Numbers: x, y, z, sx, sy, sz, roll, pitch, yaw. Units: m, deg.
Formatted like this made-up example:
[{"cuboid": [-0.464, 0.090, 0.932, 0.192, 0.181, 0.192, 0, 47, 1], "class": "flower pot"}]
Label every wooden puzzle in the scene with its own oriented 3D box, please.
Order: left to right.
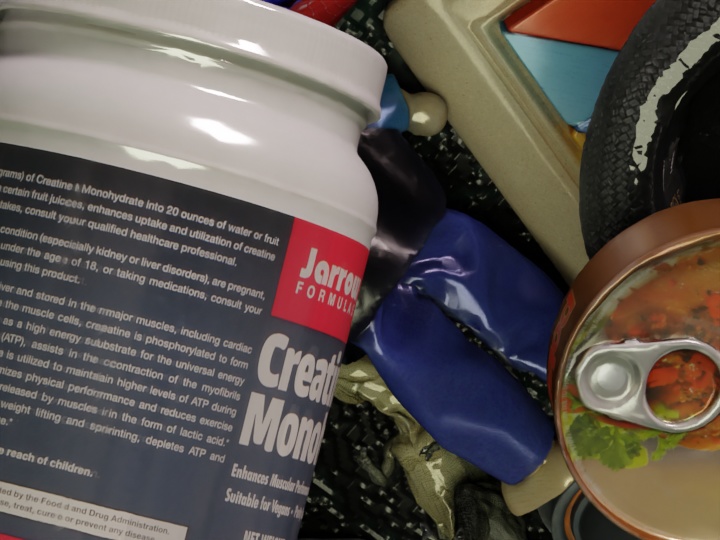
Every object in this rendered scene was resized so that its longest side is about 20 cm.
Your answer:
[{"cuboid": [0.136, -0.068, 1.035, 0.200, 0.037, 0.185, -32, 109, 15], "class": "wooden puzzle"}]

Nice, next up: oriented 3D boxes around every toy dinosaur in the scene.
[{"cuboid": [0.042, 0.104, 1.085, 0.047, 0.088, 0.200, -28, 109, 24], "class": "toy dinosaur"}]

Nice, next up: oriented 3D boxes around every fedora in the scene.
[{"cuboid": [0.165, -0.039, 0.983, 0.200, 0.092, 0.201, -2, 113, -5], "class": "fedora"}]

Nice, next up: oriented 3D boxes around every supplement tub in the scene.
[{"cuboid": [-0.074, 0.017, 0.916, 0.140, 0.140, 0.201, 15, 86, -4], "class": "supplement tub"}]

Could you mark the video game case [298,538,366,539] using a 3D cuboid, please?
[{"cuboid": [-0.084, 0.195, 1.165, 0.182, 0.023, 0.201, 0, 114, 2], "class": "video game case"}]

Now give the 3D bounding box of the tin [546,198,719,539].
[{"cuboid": [0.156, 0.038, 0.942, 0.199, 0.042, 0.112, 6, 108, -9], "class": "tin"}]

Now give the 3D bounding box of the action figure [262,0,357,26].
[{"cuboid": [0.009, -0.112, 0.998, 0.200, 0.066, 0.052, -14, 141, 18], "class": "action figure"}]

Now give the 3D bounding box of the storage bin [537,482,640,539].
[{"cuboid": [0.162, 0.140, 1.053, 0.146, 0.134, 0.200, -41, 115, 19], "class": "storage bin"}]

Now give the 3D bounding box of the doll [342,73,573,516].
[{"cuboid": [0.000, 0.000, 1.025, 0.200, 0.048, 0.137, 40, 64, -13], "class": "doll"}]
